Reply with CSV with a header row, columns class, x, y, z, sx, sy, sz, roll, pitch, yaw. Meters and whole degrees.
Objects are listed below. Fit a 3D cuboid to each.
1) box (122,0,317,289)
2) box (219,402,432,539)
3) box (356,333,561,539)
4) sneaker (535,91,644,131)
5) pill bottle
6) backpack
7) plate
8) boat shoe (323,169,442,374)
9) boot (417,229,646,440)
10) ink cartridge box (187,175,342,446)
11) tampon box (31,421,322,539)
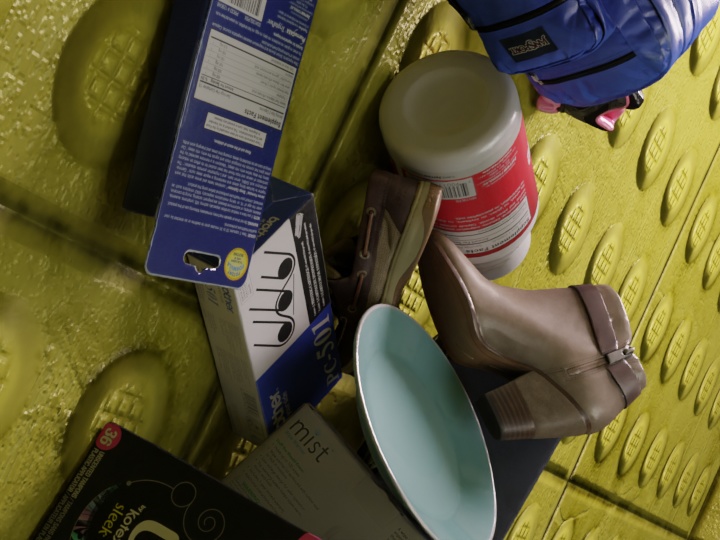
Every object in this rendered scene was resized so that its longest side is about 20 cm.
class,x,y,z,sx,sy,sz,roll,pitch,yaw
box,-0.090,-0.092,0.878,0.121,0.032,0.202,13,91,-63
box,-0.033,0.233,1.023,0.176,0.200,0.097,-42,151,-5
box,0.084,0.151,1.225,0.201,0.124,0.197,-56,-176,-21
sneaker,0.226,-0.191,1.286,0.079,0.095,0.200,-53,169,-17
pill bottle,0.088,-0.078,1.149,0.113,0.112,0.200,-56,152,-20
backpack,0.157,-0.219,1.048,0.168,0.162,0.200,-50,115,-28
plate,0.043,0.121,1.044,0.200,0.025,0.201,47,29,-36
boat shoe,0.000,0.000,1.106,0.072,0.071,0.201,-75,-173,-46
boot,0.143,0.042,1.132,0.145,0.201,0.070,-20,177,-21
ink cartridge box,-0.066,0.037,1.031,0.094,0.044,0.201,-47,147,-31
tampon box,-0.109,0.223,0.924,0.151,0.199,0.126,-59,152,-16
